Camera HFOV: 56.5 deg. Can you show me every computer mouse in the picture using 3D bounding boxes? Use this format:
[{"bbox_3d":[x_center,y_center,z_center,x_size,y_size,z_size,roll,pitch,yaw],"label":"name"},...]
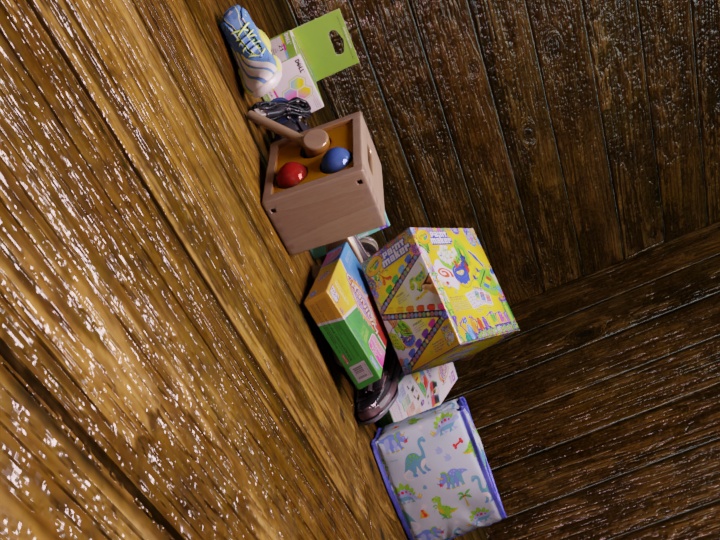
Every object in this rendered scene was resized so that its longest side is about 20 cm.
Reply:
[{"bbox_3d":[-0.101,-0.194,1.127,0.137,0.052,0.206,-20,97,-48],"label":"computer mouse"}]

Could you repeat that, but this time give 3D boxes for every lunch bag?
[{"bbox_3d":[0.130,0.336,1.099,0.127,0.166,0.205,-1,69,-80],"label":"lunch bag"}]

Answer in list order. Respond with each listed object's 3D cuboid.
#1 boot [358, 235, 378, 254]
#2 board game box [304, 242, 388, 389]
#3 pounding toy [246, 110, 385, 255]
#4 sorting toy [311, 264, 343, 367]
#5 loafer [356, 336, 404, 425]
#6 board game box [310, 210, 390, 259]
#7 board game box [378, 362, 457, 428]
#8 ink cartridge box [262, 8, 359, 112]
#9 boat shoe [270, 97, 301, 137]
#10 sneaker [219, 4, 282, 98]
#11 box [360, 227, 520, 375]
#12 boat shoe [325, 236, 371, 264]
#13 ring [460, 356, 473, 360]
[{"bbox_3d":[-0.001,-0.092,1.289,0.182,0.071,0.205,135,-27,-58],"label":"boot"},{"bbox_3d":[-0.013,0.062,1.032,0.155,0.040,0.201,59,17,-16],"label":"board game box"},{"bbox_3d":[-0.072,-0.156,1.002,0.203,0.179,0.144,-92,161,-48],"label":"pounding toy"},{"bbox_3d":[-0.019,0.107,1.150,0.201,0.036,0.189,58,13,-60],"label":"sorting toy"},{"bbox_3d":[0.031,0.172,1.098,0.064,0.071,0.200,59,30,-12],"label":"loafer"},{"bbox_3d":[-0.036,-0.124,1.236,0.202,0.149,0.046,-105,169,-51],"label":"board game box"},{"bbox_3d":[0.103,0.213,1.235,0.200,0.040,0.156,-48,134,-34],"label":"board game box"},{"bbox_3d":[-0.101,-0.387,1.289,0.148,0.195,0.077,57,12,-58],"label":"ink cartridge box"},{"bbox_3d":[-0.112,-0.210,1.216,0.072,0.070,0.206,-152,-136,-88],"label":"boat shoe"},{"bbox_3d":[-0.190,-0.364,1.096,0.105,0.075,0.202,47,12,-40],"label":"sneaker"},{"bbox_3d":[0.133,0.043,1.096,0.197,0.121,0.197,-3,65,-50],"label":"box"},{"bbox_3d":[0.000,0.000,1.176,0.065,0.070,0.203,-52,127,-40],"label":"boat shoe"},{"bbox_3d":[0.140,0.103,1.299,0.199,0.019,0.202,39,-22,19],"label":"ring"}]
